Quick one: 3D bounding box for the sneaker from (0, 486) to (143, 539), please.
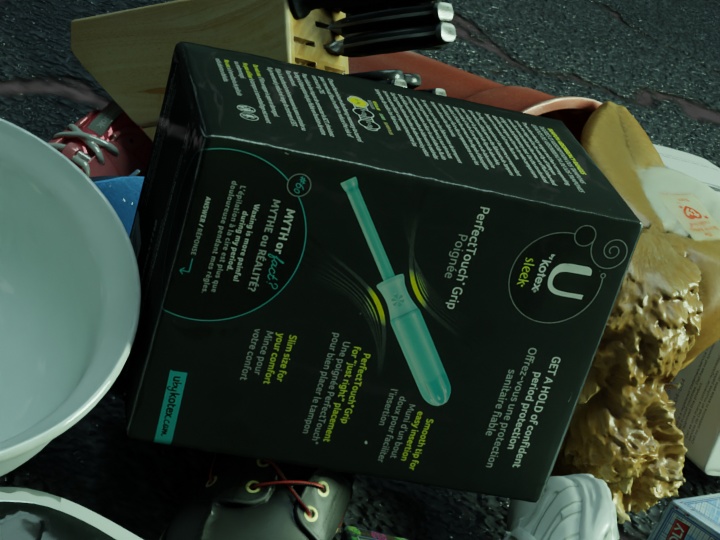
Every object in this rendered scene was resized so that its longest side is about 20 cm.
[{"bbox_3d":[-0.091,0.134,0.612,0.199,0.076,0.088,16,1,-16],"label":"sneaker"}]

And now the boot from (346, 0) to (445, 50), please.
[{"bbox_3d":[-0.017,-0.155,1.165,0.157,0.212,0.079,5,-18,-1],"label":"boot"}]

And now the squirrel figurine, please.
[{"bbox_3d":[0.133,0.045,0.914,0.141,0.187,0.200,30,37,4],"label":"squirrel figurine"}]

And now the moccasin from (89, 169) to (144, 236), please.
[{"bbox_3d":[-0.155,-0.019,0.877,0.068,0.081,0.200,-7,-12,38],"label":"moccasin"}]

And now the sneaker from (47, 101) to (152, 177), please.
[{"bbox_3d":[-0.167,-0.058,0.967,0.074,0.087,0.200,30,24,17],"label":"sneaker"}]

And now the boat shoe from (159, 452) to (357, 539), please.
[{"bbox_3d":[-0.044,0.106,0.770,0.073,0.063,0.202,26,25,-1],"label":"boat shoe"}]

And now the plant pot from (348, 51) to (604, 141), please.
[{"bbox_3d":[0.034,-0.045,1.022,0.200,0.202,0.195,-1,25,-44],"label":"plant pot"}]

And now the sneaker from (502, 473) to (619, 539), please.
[{"bbox_3d":[0.075,0.150,0.776,0.099,0.078,0.200,-2,14,-2],"label":"sneaker"}]

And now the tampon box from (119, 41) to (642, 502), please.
[{"bbox_3d":[0.000,0.000,0.769,0.199,0.151,0.126,11,23,-17],"label":"tampon box"}]

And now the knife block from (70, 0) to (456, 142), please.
[{"bbox_3d":[-0.049,-0.131,0.931,0.200,0.176,0.064,46,20,24],"label":"knife block"}]

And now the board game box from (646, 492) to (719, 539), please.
[{"bbox_3d":[0.252,0.173,0.906,0.199,0.062,0.200,28,24,8],"label":"board game box"}]

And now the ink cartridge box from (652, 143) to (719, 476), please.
[{"bbox_3d":[0.219,0.021,1.063,0.084,0.146,0.200,9,20,-29],"label":"ink cartridge box"}]

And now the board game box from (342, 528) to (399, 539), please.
[{"bbox_3d":[0.028,0.180,0.485,0.061,0.201,0.200,13,26,-23],"label":"board game box"}]

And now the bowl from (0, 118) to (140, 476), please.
[{"bbox_3d":[-0.201,0.025,0.718,0.200,0.091,0.202,12,47,-13],"label":"bowl"}]
